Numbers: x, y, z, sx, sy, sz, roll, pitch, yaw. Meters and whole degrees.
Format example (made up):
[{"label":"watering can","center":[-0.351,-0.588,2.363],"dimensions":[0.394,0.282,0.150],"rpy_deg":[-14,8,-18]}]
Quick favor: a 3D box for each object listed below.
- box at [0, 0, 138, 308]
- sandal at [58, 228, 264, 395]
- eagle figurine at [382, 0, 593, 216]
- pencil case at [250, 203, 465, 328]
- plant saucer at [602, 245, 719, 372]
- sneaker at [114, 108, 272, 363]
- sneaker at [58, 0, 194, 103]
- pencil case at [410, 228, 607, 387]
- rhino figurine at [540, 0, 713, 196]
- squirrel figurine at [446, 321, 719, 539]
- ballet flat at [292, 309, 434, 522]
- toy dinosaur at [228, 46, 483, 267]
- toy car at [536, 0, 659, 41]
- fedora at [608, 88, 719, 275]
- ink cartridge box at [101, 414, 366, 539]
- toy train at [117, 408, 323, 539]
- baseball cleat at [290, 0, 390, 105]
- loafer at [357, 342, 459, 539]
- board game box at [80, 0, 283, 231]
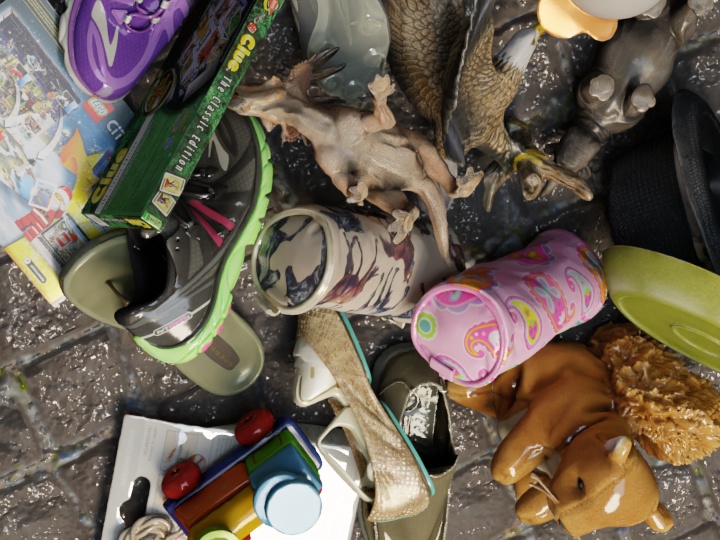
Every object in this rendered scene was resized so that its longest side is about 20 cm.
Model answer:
[{"label":"box","center":[-0.233,-0.092,1.203],"dimensions":[0.136,0.038,0.200],"rpy_deg":[-38,112,-5]},{"label":"sandal","center":[-0.138,0.036,1.239],"dimensions":[0.080,0.057,0.201],"rpy_deg":[-47,127,7]},{"label":"eagle figurine","center":[0.081,-0.147,1.233],"dimensions":[0.200,0.151,0.152],"rpy_deg":[48,51,-38]},{"label":"pencil case","center":[0.000,0.000,1.230],"dimensions":[0.199,0.078,0.090],"rpy_deg":[6,106,-55]},{"label":"plant saucer","center":[0.269,0.043,1.267],"dimensions":[0.199,0.200,0.031],"rpy_deg":[33,81,-22]},{"label":"sneaker","center":[-0.121,-0.036,1.181],"dimensions":[0.083,0.077,0.201],"rpy_deg":[26,66,-30]},{"label":"sneaker","center":[-0.140,-0.210,1.159],"dimensions":[0.080,0.083,0.201],"rpy_deg":[32,86,-31]},{"label":"pencil case","center":[0.119,0.028,1.271],"dimensions":[0.200,0.087,0.088],"rpy_deg":[-23,119,-57]},{"label":"rhino figurine","center":[0.201,-0.140,1.299],"dimensions":[0.060,0.087,0.201],"rpy_deg":[33,94,-2]},{"label":"squirrel figurine","center":[0.197,0.127,1.317],"dimensions":[0.199,0.187,0.142],"rpy_deg":[-29,112,-7]},{"label":"ballet flat","center":[-0.013,0.105,1.279],"dimensions":[0.065,0.071,0.201],"rpy_deg":[-27,82,-17]},{"label":"toy dinosaur","center":[0.005,-0.090,1.192],"dimensions":[0.200,0.136,0.086],"rpy_deg":[38,92,-31]},{"label":"toy car","center":[0.190,-0.264,1.205],"dimensions":[0.177,0.184,0.200],"rpy_deg":[40,91,-22]},{"label":"fedora","center":[0.255,-0.041,1.327],"dimensions":[0.091,0.201,0.202],"rpy_deg":[-13,113,23]},{"label":"ink cartridge box","center":[-0.105,0.198,1.329],"dimensions":[0.198,0.047,0.161],"rpy_deg":[10,103,-10]},{"label":"toy train","center":[-0.115,0.199,1.241],"dimensions":[0.199,0.116,0.085],"rpy_deg":[-36,107,0]},{"label":"baseball cleat","center":[-0.026,-0.221,1.216],"dimensions":[0.069,0.107,0.201],"rpy_deg":[-17,139,-5]},{"label":"loafer","center":[0.039,0.163,1.342],"dimensions":[0.075,0.070,0.202],"rpy_deg":[-7,107,-15]},{"label":"board game box","center":[-0.123,-0.121,1.164],"dimensions":[0.023,0.104,0.201],"rpy_deg":[34,76,-32]}]
